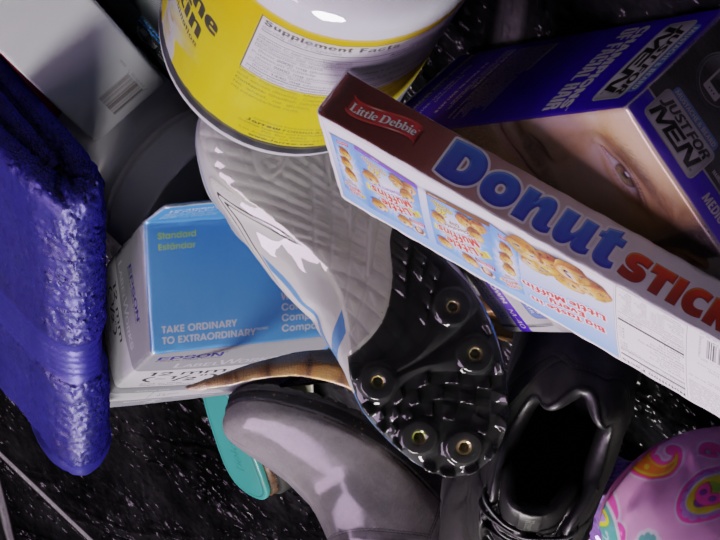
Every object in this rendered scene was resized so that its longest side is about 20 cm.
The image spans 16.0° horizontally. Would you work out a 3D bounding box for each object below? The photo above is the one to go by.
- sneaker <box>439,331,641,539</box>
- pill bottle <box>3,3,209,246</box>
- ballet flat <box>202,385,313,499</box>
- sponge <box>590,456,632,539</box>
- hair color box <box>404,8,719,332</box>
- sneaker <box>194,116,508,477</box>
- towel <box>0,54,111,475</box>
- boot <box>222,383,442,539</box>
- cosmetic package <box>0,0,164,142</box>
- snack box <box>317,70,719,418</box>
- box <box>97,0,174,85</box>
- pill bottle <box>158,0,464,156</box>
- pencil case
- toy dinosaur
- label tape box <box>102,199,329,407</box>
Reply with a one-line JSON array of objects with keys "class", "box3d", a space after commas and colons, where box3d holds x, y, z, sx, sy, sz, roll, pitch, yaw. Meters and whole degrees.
[{"class": "sneaker", "box3d": [0.074, 0.098, 1.145, 0.076, 0.091, 0.200, 15, 126, 3]}, {"class": "pill bottle", "box3d": [-0.152, -0.093, 1.317, 0.200, 0.112, 0.112, 39, 157, 21]}, {"class": "ballet flat", "box3d": [-0.069, 0.044, 1.451, 0.068, 0.068, 0.200, 29, 151, 37]}, {"class": "sponge", "box3d": [0.098, 0.127, 1.327, 0.200, 0.030, 0.112, 16, 143, 52]}, {"class": "hair color box", "box3d": [0.097, -0.034, 1.011, 0.109, 0.065, 0.200, 54, 156, -16]}, {"class": "sneaker", "box3d": [0.000, 0.000, 1.112, 0.200, 0.072, 0.072, 56, -178, 5]}, {"class": "towel", "box3d": [-0.165, -0.012, 1.242, 0.148, 0.050, 0.200, 42, 147, 29]}, {"class": "boot", "box3d": [-0.002, 0.151, 1.279, 0.200, 0.132, 0.070, 29, 159, 3]}, {"class": "cosmetic package", "box3d": [-0.180, -0.154, 1.174, 0.151, 0.052, 0.200, 50, 180, 21]}, {"class": "snack box", "box3d": [0.073, -0.005, 0.961, 0.200, 0.024, 0.072, 31, 163, 20]}, {"class": "box", "box3d": [-0.069, -0.137, 1.175, 0.200, 0.046, 0.159, 48, 159, 1]}, {"class": "pill bottle", "box3d": [-0.011, -0.127, 0.990, 0.112, 0.112, 0.200, 46, 158, 5]}, {"class": "pencil case", "box3d": [0.181, 0.155, 1.082, 0.200, 0.087, 0.087, 53, 166, 41]}, {"class": "toy dinosaur", "box3d": [0.034, 0.061, 1.206, 0.200, 0.106, 0.060, 33, 168, -12]}, {"class": "label tape box", "box3d": [-0.045, 0.014, 1.244, 0.200, 0.143, 0.066, 146, 118, -69]}]
